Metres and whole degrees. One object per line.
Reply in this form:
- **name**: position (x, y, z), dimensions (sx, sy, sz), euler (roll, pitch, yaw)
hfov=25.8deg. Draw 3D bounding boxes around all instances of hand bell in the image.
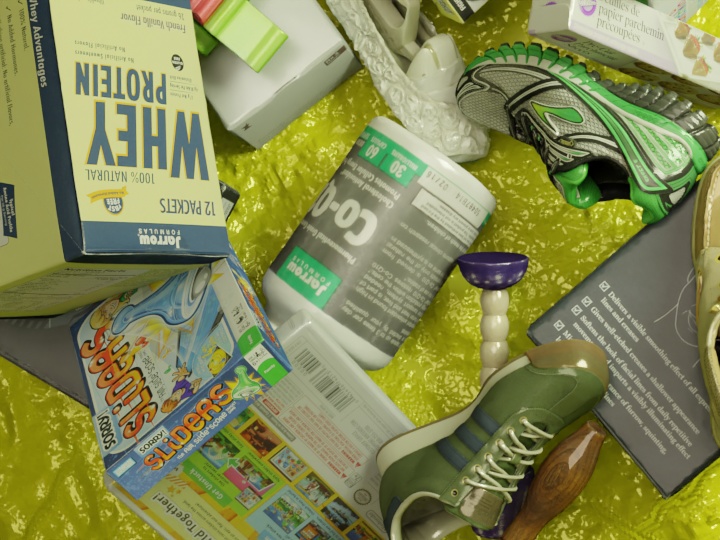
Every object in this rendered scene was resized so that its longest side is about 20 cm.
- **hand bell**: position (0.106, 0.185, 1.069), dimensions (0.104, 0.104, 0.201), euler (37, 110, 14)

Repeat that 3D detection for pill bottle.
- **pill bottle**: position (0.000, 0.000, 1.139), dimensions (0.113, 0.113, 0.201), euler (34, 91, 14)

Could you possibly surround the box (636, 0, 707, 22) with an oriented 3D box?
- **box**: position (0.229, -0.267, 1.079), dimensions (0.176, 0.200, 0.097), euler (-45, 77, 3)

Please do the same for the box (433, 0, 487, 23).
- **box**: position (0.119, -0.272, 1.127), dimensions (0.200, 0.050, 0.075), euler (-42, 115, -3)

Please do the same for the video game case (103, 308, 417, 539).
- **video game case**: position (-0.050, 0.148, 1.111), dimensions (0.182, 0.200, 0.023), euler (-39, 33, 5)

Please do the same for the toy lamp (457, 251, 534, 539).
- **toy lamp**: position (0.096, 0.090, 1.120), dimensions (0.058, 0.058, 0.202), euler (0, 101, 12)

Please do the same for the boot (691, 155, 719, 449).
- **boot**: position (0.237, 0.016, 0.954), dimensions (0.072, 0.155, 0.202), euler (0, 83, 12)

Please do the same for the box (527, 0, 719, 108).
- **box**: position (0.198, -0.154, 1.082), dimensions (0.041, 0.199, 0.039), euler (1, 80, 50)

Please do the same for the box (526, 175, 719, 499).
- **box**: position (0.239, 0.038, 1.086), dimensions (0.200, 0.107, 0.149), euler (-40, 76, 5)

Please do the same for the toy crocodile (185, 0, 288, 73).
- **toy crocodile**: position (-0.132, -0.221, 1.140), dimensions (0.068, 0.062, 0.200), euler (-44, 77, 6)

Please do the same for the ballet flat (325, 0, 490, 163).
- **ballet flat**: position (0.034, -0.169, 1.169), dimensions (0.072, 0.072, 0.201), euler (-37, 76, 5)

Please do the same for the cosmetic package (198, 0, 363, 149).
- **cosmetic package**: position (-0.101, -0.207, 1.205), dimensions (0.113, 0.081, 0.201), euler (-35, 78, 6)

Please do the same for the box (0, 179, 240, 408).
- **box**: position (-0.209, -0.011, 1.221), dimensions (0.160, 0.044, 0.201), euler (29, 90, 13)

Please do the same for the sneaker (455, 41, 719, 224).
- **sneaker**: position (0.141, -0.095, 1.079), dimensions (0.199, 0.078, 0.085), euler (24, 73, 37)

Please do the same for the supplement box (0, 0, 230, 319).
- **supplement box**: position (-0.219, -0.082, 1.101), dimensions (0.199, 0.134, 0.202), euler (-16, 80, 38)

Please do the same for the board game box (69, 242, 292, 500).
- **board game box**: position (-0.130, 0.054, 1.088), dimensions (0.135, 0.200, 0.034), euler (-40, 120, 4)

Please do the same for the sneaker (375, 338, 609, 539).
- **sneaker**: position (0.087, 0.129, 1.036), dimensions (0.200, 0.067, 0.090), euler (-35, 37, 35)
